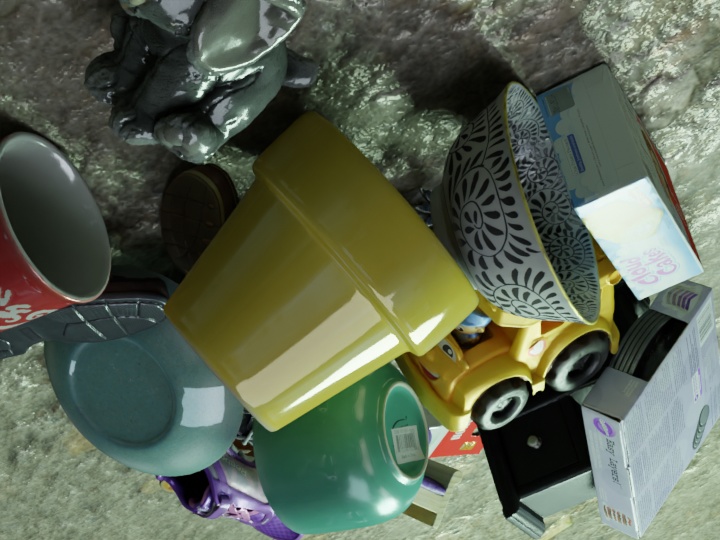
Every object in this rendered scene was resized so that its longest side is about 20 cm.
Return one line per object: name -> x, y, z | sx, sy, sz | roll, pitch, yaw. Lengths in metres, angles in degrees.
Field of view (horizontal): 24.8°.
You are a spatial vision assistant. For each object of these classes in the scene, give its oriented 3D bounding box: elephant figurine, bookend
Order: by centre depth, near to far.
elephant figurine -> -0.103, -0.174, 1.041 | 0.140, 0.156, 0.201 | 26, 142, 7
bookend -> 0.219, 0.135, 1.651 | 0.197, 0.202, 0.092 | -24, 150, 16

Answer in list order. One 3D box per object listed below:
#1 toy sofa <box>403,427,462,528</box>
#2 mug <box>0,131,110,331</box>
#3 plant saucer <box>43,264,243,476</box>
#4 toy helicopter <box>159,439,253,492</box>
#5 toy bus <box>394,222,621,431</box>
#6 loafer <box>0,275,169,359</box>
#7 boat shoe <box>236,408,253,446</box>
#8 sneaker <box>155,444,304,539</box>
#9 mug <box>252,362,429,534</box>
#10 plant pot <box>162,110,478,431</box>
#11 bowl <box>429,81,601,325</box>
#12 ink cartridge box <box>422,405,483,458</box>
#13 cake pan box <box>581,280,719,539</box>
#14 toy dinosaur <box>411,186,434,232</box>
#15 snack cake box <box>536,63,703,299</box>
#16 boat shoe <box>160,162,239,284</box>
toy sofa -> 0.006, 0.180, 1.662 | 0.199, 0.098, 0.083 | 27, 172, -32
mug -> -0.297, 0.006, 1.257 | 0.199, 0.135, 0.177 | -24, 148, 20
plant saucer -> -0.196, 0.095, 1.405 | 0.201, 0.202, 0.039 | -37, -177, 33
toy helicopter -> -0.116, 0.205, 1.736 | 0.198, 0.080, 0.133 | -8, 151, -3
toy bus -> 0.135, 0.025, 1.468 | 0.199, 0.136, 0.193 | -26, 148, -19
loafer -> -0.252, 0.024, 1.347 | 0.198, 0.064, 0.072 | -12, 150, 10
boat shoe -> -0.094, 0.128, 1.503 | 0.071, 0.069, 0.199 | -16, 170, 40
sneaker -> -0.136, 0.222, 1.656 | 0.200, 0.089, 0.080 | 41, 122, -19
mug -> -0.005, 0.138, 1.453 | 0.113, 0.186, 0.153 | -12, 130, 28
plant pot -> -0.042, 0.013, 1.260 | 0.189, 0.201, 0.201 | -42, 149, -4
bowl -> 0.114, -0.041, 1.313 | 0.093, 0.203, 0.201 | -18, 151, 19
ink cartridge box -> 0.078, 0.194, 1.838 | 0.198, 0.051, 0.161 | 0, 147, -22
cake pan box -> 0.288, 0.132, 1.600 | 0.052, 0.185, 0.201 | 19, 146, 31
toy dinosaur -> 0.000, 0.000, 1.438 | 0.199, 0.106, 0.181 | 0, 167, -45
snack cake box -> 0.223, -0.071, 1.391 | 0.067, 0.116, 0.200 | -24, 149, 15
boat shoe -> -0.120, -0.022, 1.369 | 0.067, 0.072, 0.201 | -39, 152, -29
